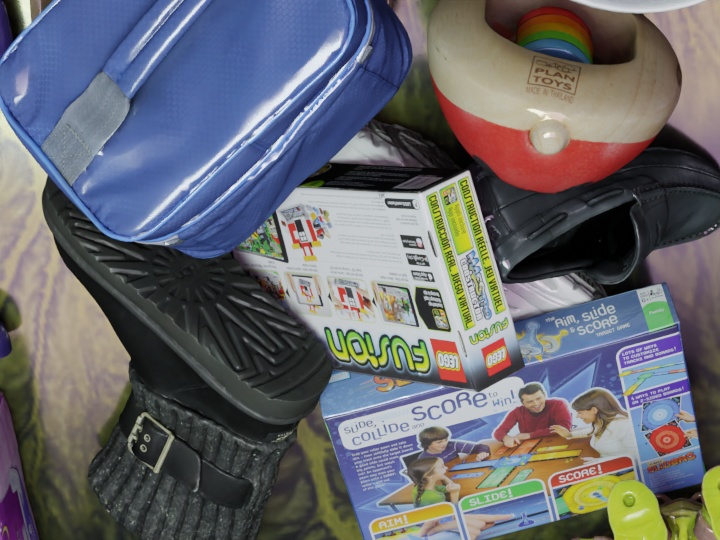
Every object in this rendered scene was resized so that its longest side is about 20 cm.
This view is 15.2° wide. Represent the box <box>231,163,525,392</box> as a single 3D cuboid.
[{"bbox_3d":[0.000,0.000,1.431,0.035,0.200,0.111,-26,108,-31],"label":"box"}]

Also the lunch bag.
[{"bbox_3d":[-0.074,-0.108,1.362,0.200,0.132,0.136,-45,77,11],"label":"lunch bag"}]

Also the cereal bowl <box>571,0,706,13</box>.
[{"bbox_3d":[0.141,-0.237,1.417,0.199,0.083,0.201,0,100,-2],"label":"cereal bowl"}]

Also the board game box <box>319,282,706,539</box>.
[{"bbox_3d":[0.086,0.088,1.500,0.199,0.035,0.136,-14,134,2],"label":"board game box"}]

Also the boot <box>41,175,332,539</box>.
[{"bbox_3d":[-0.117,0.053,1.497,0.211,0.079,0.158,48,137,19],"label":"boot"}]

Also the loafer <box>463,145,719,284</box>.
[{"bbox_3d":[0.129,-0.023,1.441,0.200,0.071,0.068,-5,139,-40],"label":"loafer"}]

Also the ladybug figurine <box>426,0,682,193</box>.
[{"bbox_3d":[0.096,-0.095,1.402,0.135,0.200,0.072,15,115,2],"label":"ladybug figurine"}]

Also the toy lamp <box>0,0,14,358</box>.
[{"bbox_3d":[-0.214,-0.051,1.479,0.058,0.058,0.201,1,105,-1],"label":"toy lamp"}]

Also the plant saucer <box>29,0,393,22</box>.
[{"bbox_3d":[-0.079,-0.146,1.450,0.199,0.029,0.201,1,96,9],"label":"plant saucer"}]

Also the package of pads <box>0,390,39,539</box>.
[{"bbox_3d":[-0.218,0.179,1.507,0.075,0.121,0.201,-9,105,1],"label":"package of pads"}]

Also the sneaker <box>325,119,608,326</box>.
[{"bbox_3d":[0.039,-0.005,1.487,0.200,0.078,0.099,38,105,-9],"label":"sneaker"}]

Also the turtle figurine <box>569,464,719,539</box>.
[{"bbox_3d":[0.190,0.153,1.507,0.199,0.161,0.065,5,69,8],"label":"turtle figurine"}]
